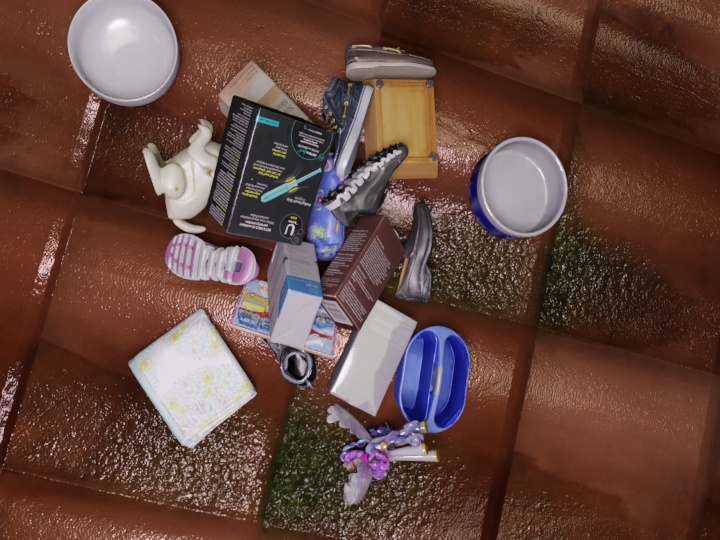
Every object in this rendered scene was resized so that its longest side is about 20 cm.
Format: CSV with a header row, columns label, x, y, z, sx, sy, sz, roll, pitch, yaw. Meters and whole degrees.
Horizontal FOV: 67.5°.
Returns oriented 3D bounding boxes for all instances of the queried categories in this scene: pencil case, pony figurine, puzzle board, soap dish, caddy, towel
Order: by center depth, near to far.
label,x,y,z,sx,sy,sz,roll,pitch,yaw
pony figurine,0.031,0.331,0.985,0.194,0.193,0.171,-16,62,14
puzzle board,-0.136,0.082,1.017,0.194,0.152,0.018,19,123,-9
towel,-0.314,0.205,1.021,0.169,0.048,0.203,-35,93,-13
pencil case,-0.061,-0.123,1.066,0.077,0.085,0.208,10,85,-50
caddy,0.142,0.213,1.070,0.136,0.105,0.207,9,85,-8
soap dish,0.085,-0.294,1.103,0.152,0.081,0.208,-2,86,-10

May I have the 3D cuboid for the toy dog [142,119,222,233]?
label,x,y,z,sx,sy,sz,roll,pitch,yaw
toy dog,-0.281,-0.180,1.005,0.194,0.139,0.200,-18,103,-10

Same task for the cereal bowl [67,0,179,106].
label,x,y,z,sx,sy,sz,roll,pitch,yaw
cereal bowl,-0.436,-0.405,1.015,0.193,0.083,0.208,1,86,-10

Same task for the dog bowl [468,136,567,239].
label,x,y,z,sx,sy,sz,roll,pitch,yaw
dog bowl,0.332,-0.170,1.141,0.193,0.079,0.208,1,86,-10

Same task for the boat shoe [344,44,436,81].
label,x,y,z,sx,sy,sz,roll,pitch,yaw
boat shoe,0.063,-0.430,1.114,0.193,0.072,0.062,-3,79,-12

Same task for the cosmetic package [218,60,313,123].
label,x,y,z,sx,sy,sz,roll,pitch,yaw
cosmetic package,-0.172,-0.288,1.053,0.199,0.087,0.104,43,80,-5

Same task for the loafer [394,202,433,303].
label,x,y,z,sx,sy,sz,roll,pitch,yaw
loafer,0.108,-0.037,1.099,0.070,0.073,0.208,3,85,-5

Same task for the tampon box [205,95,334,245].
label,x,y,z,sx,sy,sz,roll,pitch,yaw
tampon box,-0.159,-0.169,0.926,0.146,0.126,0.206,9,108,-37

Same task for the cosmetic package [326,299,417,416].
label,x,y,z,sx,sy,sz,roll,pitch,yaw
cosmetic package,0.021,0.167,1.064,0.105,0.090,0.204,29,85,-7

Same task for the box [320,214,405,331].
label,x,y,z,sx,sy,sz,roll,pitch,yaw
box,0.000,0.000,1.027,0.202,0.073,0.101,-56,131,-26

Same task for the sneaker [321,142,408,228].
label,x,y,z,sx,sy,sz,roll,pitch,yaw
sneaker,0.022,-0.157,1.024,0.199,0.066,0.091,-40,114,-8

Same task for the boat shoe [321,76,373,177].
label,x,y,z,sx,sy,sz,roll,pitch,yaw
boat shoe,-0.040,-0.274,1.027,0.088,0.071,0.206,15,67,1

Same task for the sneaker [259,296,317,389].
label,x,y,z,sx,sy,sz,roll,pitch,yaw
sneaker,-0.143,0.135,1.019,0.075,0.114,0.203,-35,93,-9

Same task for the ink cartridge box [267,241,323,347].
label,x,y,z,sx,sy,sz,roll,pitch,yaw
ink cartridge box,-0.124,0.024,0.984,0.065,0.203,0.118,12,123,-20

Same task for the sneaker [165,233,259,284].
label,x,y,z,sx,sy,sz,roll,pitch,yaw
sneaker,-0.276,-0.013,1.027,0.194,0.088,0.083,12,85,14
